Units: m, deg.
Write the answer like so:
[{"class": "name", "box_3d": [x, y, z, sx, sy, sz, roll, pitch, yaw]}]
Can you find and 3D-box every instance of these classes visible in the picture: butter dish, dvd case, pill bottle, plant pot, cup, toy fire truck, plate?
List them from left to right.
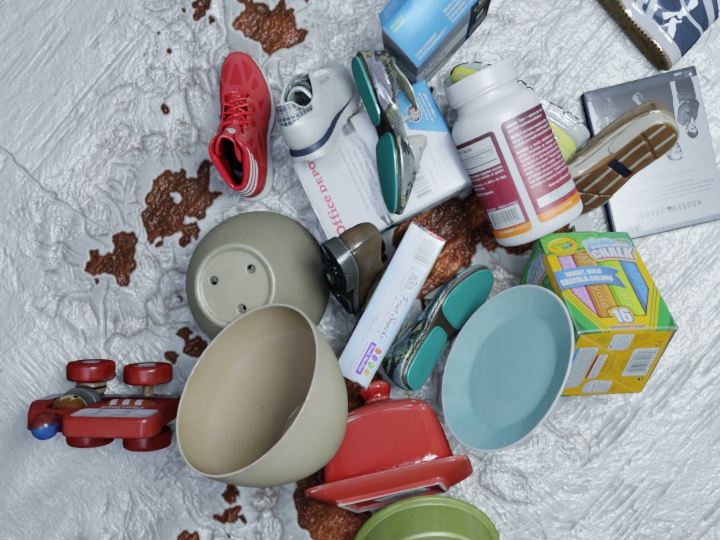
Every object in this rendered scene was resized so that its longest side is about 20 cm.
[{"class": "toy fire truck", "box_3d": [-0.337, 0.182, 0.923, 0.196, 0.168, 0.114, 1, 90, 5]}, {"class": "cup", "box_3d": [-0.145, 0.020, 0.920, 0.196, 0.143, 0.204, 0, 90, 5]}, {"class": "plant pot", "box_3d": [-0.089, 0.159, 0.806, 0.200, 0.201, 0.134, -44, 129, 4]}, {"class": "butter dish", "box_3d": [0.031, 0.214, 0.903, 0.197, 0.200, 0.150, -15, 66, 5]}, {"class": "plant pot", "box_3d": [0.089, 0.410, 0.841, 0.196, 0.191, 0.203, -1, 115, -3]}, {"class": "plate", "box_3d": [0.169, 0.112, 0.815, 0.025, 0.200, 0.202, 28, 93, -27]}, {"class": "pill bottle", "box_3d": [0.179, -0.141, 0.854, 0.112, 0.113, 0.203, -24, 98, 4]}, {"class": "dvd case", "box_3d": [0.385, -0.151, 0.935, 0.148, 0.025, 0.204, -12, 90, 5]}]

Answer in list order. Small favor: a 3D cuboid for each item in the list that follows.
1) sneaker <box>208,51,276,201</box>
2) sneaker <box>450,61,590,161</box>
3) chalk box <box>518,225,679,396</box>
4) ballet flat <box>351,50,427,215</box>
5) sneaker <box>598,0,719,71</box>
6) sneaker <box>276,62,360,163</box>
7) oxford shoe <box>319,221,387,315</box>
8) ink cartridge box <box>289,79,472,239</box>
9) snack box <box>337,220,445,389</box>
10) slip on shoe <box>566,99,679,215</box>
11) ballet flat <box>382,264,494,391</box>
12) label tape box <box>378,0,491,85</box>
[{"class": "sneaker", "box_3d": [-0.156, -0.198, 0.935, 0.077, 0.116, 0.204, -10, 89, 5]}, {"class": "sneaker", "box_3d": [0.194, -0.196, 0.927, 0.199, 0.078, 0.091, 34, 99, 6]}, {"class": "chalk box", "box_3d": [0.269, 0.034, 0.866, 0.122, 0.126, 0.202, -2, 45, -8]}, {"class": "ballet flat", "box_3d": [0.045, -0.171, 0.861, 0.071, 0.072, 0.204, -14, 89, 5]}, {"class": "sneaker", "box_3d": [0.372, -0.369, 0.913, 0.108, 0.070, 0.201, -40, 94, 8]}, {"class": "sneaker", "box_3d": [-0.054, -0.221, 0.896, 0.075, 0.202, 0.081, -15, 126, 23]}, {"class": "oxford shoe", "box_3d": [0.000, 0.000, 0.889, 0.084, 0.200, 0.073, -36, 78, -15]}, {"class": "ink cartridge box", "box_3d": [0.027, -0.131, 0.935, 0.198, 0.084, 0.147, -26, 88, 4]}, {"class": "snack box", "box_3d": [0.037, 0.040, 0.905, 0.052, 0.142, 0.202, 29, 92, 3]}, {"class": "slip on shoe", "box_3d": [0.304, -0.139, 0.905, 0.075, 0.061, 0.200, 27, 130, -27]}, {"class": "ballet flat", "box_3d": [0.096, 0.065, 0.933, 0.074, 0.074, 0.200, 40, 70, 3]}, {"class": "label tape box", "box_3d": [0.095, -0.311, 0.871, 0.063, 0.200, 0.144, 43, 93, 3]}]
